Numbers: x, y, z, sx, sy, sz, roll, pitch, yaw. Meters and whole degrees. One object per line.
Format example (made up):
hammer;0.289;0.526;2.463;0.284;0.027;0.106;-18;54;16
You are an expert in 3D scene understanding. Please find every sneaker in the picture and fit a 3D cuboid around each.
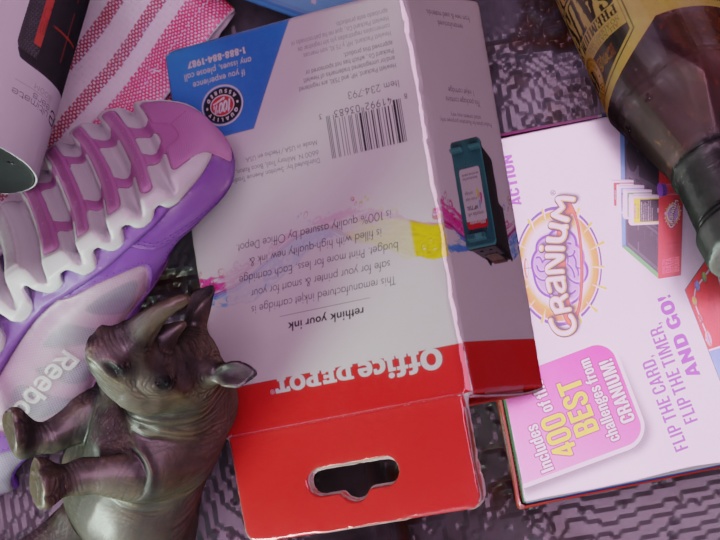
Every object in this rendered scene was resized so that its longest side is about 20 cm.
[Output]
sneaker;-0.116;0.017;1.089;0.200;0.081;0.088;-42;121;16

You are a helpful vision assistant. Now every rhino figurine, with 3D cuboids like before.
rhino figurine;-0.091;0.068;1.051;0.087;0.200;0.060;-8;55;-25

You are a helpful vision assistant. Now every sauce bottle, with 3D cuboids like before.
sauce bottle;0.119;-0.089;1.072;0.066;0.066;0.201;-21;57;0

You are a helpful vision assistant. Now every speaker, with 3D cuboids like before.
speaker;-0.141;-0.134;1.083;0.081;0.081;0.201;13;73;3

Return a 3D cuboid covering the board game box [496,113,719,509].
board game box;0.146;0.004;1.110;0.199;0.040;0.154;-11;84;1

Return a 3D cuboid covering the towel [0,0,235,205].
towel;-0.171;-0.112;1.140;0.200;0.030;0.147;37;87;5

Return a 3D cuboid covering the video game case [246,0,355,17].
video game case;-0.001;-0.192;1.078;0.142;0.018;0.201;18;118;-13

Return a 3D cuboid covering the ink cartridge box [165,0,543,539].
ink cartridge box;0.000;0.000;1.083;0.116;0.067;0.201;-12;84;30
